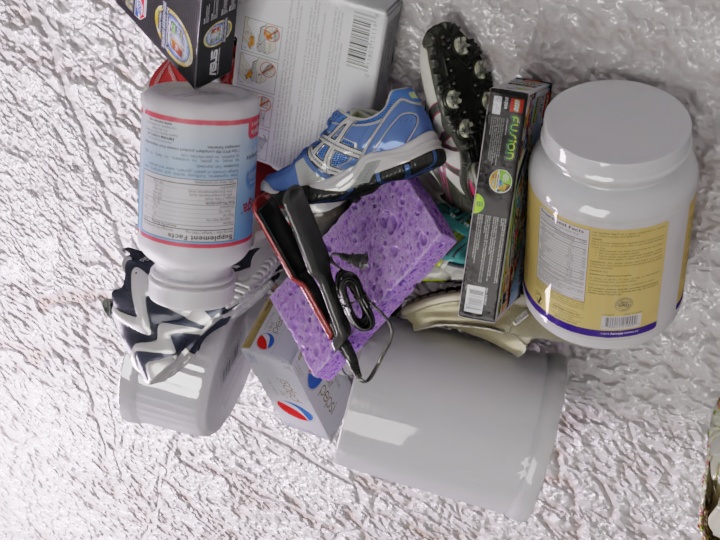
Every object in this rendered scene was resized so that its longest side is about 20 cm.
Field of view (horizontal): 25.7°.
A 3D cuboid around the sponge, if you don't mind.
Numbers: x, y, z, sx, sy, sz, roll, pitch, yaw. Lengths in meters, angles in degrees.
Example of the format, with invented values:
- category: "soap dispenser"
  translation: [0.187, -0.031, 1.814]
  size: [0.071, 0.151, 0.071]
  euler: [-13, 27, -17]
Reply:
- category: "sponge"
  translation: [0.000, 0.000, 1.512]
  size: [0.200, 0.030, 0.112]
  euler: [-48, 50, 23]

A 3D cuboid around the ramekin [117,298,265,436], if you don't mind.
- category: "ramekin"
  translation: [-0.179, 0.084, 1.724]
  size: [0.098, 0.201, 0.201]
  euler: [18, 135, 10]

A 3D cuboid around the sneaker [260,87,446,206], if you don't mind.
- category: "sneaker"
  translation: [-0.011, -0.107, 1.450]
  size: [0.200, 0.076, 0.077]
  euler: [-17, 87, 33]

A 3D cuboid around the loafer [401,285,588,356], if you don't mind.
- category: "loafer"
  translation: [0.139, 0.048, 1.509]
  size: [0.200, 0.076, 0.068]
  euler: [-3, 93, 10]

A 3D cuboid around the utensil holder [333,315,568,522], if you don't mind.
- category: "utensil holder"
  translation: [0.088, 0.142, 1.570]
  size: [0.200, 0.170, 0.170]
  euler: [15, 135, 2]

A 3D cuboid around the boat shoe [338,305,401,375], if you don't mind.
- category: "boat shoe"
  translation: [0.012, 0.036, 1.642]
  size: [0.066, 0.072, 0.200]
  euler: [23, 125, 16]

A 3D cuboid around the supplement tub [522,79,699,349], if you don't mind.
- category: "supplement tub"
  translation: [0.215, -0.048, 1.368]
  size: [0.145, 0.145, 0.200]
  euler: [17, 134, 22]

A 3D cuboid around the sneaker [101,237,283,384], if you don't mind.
- category: "sneaker"
  translation: [-0.178, 0.006, 1.591]
  size: [0.199, 0.079, 0.130]
  euler: [-43, 81, 17]

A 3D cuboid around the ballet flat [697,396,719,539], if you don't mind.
- category: "ballet flat"
  translation: [0.367, 0.204, 1.547]
  size: [0.076, 0.064, 0.200]
  euler: [14, 133, 25]

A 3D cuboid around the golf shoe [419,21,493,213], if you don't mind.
- category: "golf shoe"
  translation: [0.080, -0.132, 1.442]
  size: [0.088, 0.077, 0.200]
  euler: [7, 130, 38]

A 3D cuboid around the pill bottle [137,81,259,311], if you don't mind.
- category: "pill bottle"
  translation: [-0.153, -0.069, 1.475]
  size: [0.109, 0.109, 0.200]
  euler: [14, 110, 25]

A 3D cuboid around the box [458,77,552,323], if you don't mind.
- category: "box"
  translation: [0.127, -0.064, 1.380]
  size: [0.035, 0.110, 0.200]
  euler: [11, 105, 15]

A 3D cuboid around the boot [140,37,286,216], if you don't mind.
- category: "boot"
  translation: [-0.112, -0.152, 1.562]
  size: [0.200, 0.072, 0.144]
  euler: [43, 134, -5]

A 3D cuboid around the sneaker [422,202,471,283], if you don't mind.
- category: "sneaker"
  translation: [0.096, -0.027, 1.519]
  size: [0.200, 0.078, 0.080]
  euler: [2, 91, 16]

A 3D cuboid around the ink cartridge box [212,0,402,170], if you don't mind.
- category: "ink cartridge box"
  translation: [-0.062, -0.185, 1.483]
  size: [0.173, 0.044, 0.200]
  euler: [20, 126, 13]

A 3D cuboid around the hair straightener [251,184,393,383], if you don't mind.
- category: "hair straightener"
  translation: [-0.025, 0.012, 1.443]
  size: [0.077, 0.041, 0.200]
  euler: [-16, 105, 33]

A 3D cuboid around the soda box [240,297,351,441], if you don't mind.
- category: "soda box"
  translation: [-0.065, 0.109, 1.708]
  size: [0.064, 0.068, 0.200]
  euler: [18, 156, 21]

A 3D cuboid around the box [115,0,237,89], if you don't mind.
- category: "box"
  translation: [-0.171, -0.283, 1.399]
  size: [0.160, 0.044, 0.200]
  euler: [49, 152, 22]

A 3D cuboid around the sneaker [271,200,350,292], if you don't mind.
- category: "sneaker"
  translation: [-0.043, -0.017, 1.613]
  size: [0.082, 0.077, 0.200]
  euler: [55, 151, 11]
